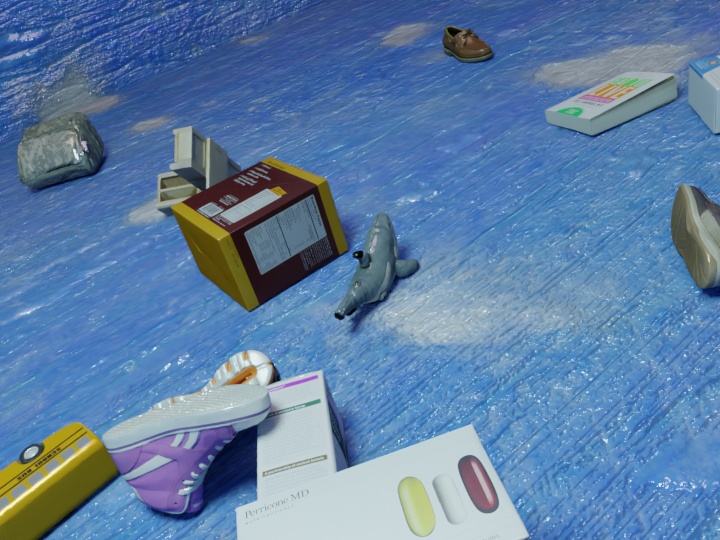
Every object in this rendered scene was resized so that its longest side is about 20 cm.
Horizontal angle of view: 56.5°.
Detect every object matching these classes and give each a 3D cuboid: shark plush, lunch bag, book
[{"bbox_3d":[0.000,0.000,0.961,0.091,0.084,0.200,11,41,36],"label":"shark plush"},{"bbox_3d":[-0.785,-0.302,1.756,0.199,0.140,0.168,-16,48,3],"label":"lunch bag"},{"bbox_3d":[0.474,-0.320,1.275,0.199,0.048,0.134,-27,29,-12],"label":"book"}]

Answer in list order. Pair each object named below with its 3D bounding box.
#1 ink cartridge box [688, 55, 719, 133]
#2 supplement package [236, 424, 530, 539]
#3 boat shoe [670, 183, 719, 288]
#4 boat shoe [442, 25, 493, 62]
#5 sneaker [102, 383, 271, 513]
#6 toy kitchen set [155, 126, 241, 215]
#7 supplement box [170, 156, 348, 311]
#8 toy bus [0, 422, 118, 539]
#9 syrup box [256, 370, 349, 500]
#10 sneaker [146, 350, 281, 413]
[{"bbox_3d":[0.676,-0.312,1.122,0.199,0.084,0.145,-9,32,12],"label":"ink cartridge box"},{"bbox_3d":[0.025,0.238,0.514,0.199,0.156,0.111,-19,31,-3],"label":"supplement package"},{"bbox_3d":[0.440,-0.045,0.844,0.064,0.072,0.200,4,33,10],"label":"boat shoe"},{"bbox_3d":[0.274,-0.601,1.770,0.072,0.068,0.200,-26,34,-17],"label":"boat shoe"},{"bbox_3d":[-0.167,0.193,0.712,0.200,0.115,0.073,-20,7,21],"label":"sneaker"},{"bbox_3d":[-0.348,-0.148,1.293,0.180,0.200,0.164,-8,74,15],"label":"toy kitchen set"},{"bbox_3d":[-0.165,-0.069,1.098,0.200,0.133,0.197,-32,34,-23],"label":"supplement box"},{"bbox_3d":[-0.382,0.263,0.756,0.078,0.065,0.200,18,46,41],"label":"toy bus"},{"bbox_3d":[-0.056,0.201,0.683,0.081,0.079,0.200,-16,32,2],"label":"syrup box"},{"bbox_3d":[-0.176,0.173,0.797,0.200,0.077,0.078,-32,69,4],"label":"sneaker"}]
